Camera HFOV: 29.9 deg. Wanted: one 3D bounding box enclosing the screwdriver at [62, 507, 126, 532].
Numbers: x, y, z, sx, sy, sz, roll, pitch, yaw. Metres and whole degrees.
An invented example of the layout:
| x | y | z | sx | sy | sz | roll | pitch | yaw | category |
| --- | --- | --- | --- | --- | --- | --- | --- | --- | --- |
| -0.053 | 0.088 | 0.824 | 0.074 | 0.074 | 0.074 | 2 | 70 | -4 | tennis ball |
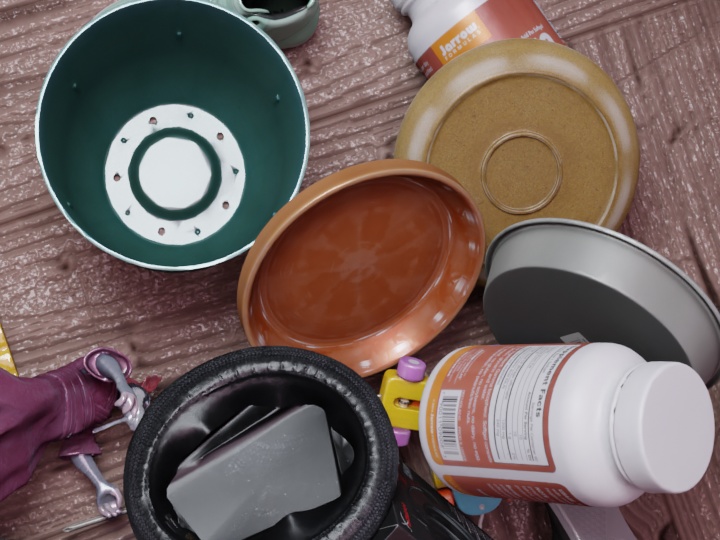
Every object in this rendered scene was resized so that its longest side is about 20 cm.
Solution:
| x | y | z | sx | sy | sz | roll | pitch | yaw | category |
| --- | --- | --- | --- | --- | --- | --- | --- | --- | --- |
| -0.143 | 0.175 | 1.084 | 0.197 | 0.028 | 0.029 | -12 | 54 | -9 | screwdriver |

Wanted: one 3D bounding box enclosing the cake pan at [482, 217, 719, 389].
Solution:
| x | y | z | sx | sy | sz | roll | pitch | yaw | category |
| --- | --- | --- | --- | --- | --- | --- | --- | --- | --- |
| 0.175 | 0.043 | 1.006 | 0.199 | 0.200 | 0.037 | 35 | 62 | -2 | cake pan |

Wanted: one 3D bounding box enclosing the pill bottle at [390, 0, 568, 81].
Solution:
| x | y | z | sx | sy | sz | roll | pitch | yaw | category |
| --- | --- | --- | --- | --- | --- | --- | --- | --- | --- |
| 0.110 | -0.177 | 1.121 | 0.112 | 0.112 | 0.201 | -35 | 89 | -11 | pill bottle |

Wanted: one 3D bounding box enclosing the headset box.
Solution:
| x | y | z | sx | sy | sz | roll | pitch | yaw | category |
| --- | --- | --- | --- | --- | --- | --- | --- | --- | --- |
| 0.065 | 0.241 | 1.019 | 0.200 | 0.149 | 0.077 | 41 | 99 | -15 | headset box |

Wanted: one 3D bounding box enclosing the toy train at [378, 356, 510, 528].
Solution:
| x | y | z | sx | sy | sz | roll | pitch | yaw | category |
| --- | --- | --- | --- | --- | --- | --- | --- | --- | --- |
| 0.033 | 0.150 | 1.095 | 0.199 | 0.056 | 0.151 | 37 | 99 | -16 | toy train |

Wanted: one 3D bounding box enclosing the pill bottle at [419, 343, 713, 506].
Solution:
| x | y | z | sx | sy | sz | roll | pitch | yaw | category |
| --- | --- | --- | --- | --- | --- | --- | --- | --- | --- |
| 0.146 | 0.109 | 0.963 | 0.111 | 0.199 | 0.114 | 4 | 85 | -41 | pill bottle |

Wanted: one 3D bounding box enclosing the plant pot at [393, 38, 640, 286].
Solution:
| x | y | z | sx | sy | sz | roll | pitch | yaw | category |
| --- | --- | --- | --- | --- | --- | --- | --- | --- | --- |
| 0.124 | -0.078 | 1.054 | 0.197 | 0.028 | 0.203 | -1 | 107 | -2 | plant pot |

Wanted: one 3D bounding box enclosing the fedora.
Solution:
| x | y | z | sx | sy | sz | roll | pitch | yaw | category |
| --- | --- | --- | --- | --- | --- | --- | --- | --- | --- |
| -0.070 | 0.154 | 0.986 | 0.197 | 0.092 | 0.203 | -1 | 64 | 1 | fedora |

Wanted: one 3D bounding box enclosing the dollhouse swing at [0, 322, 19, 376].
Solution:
| x | y | z | sx | sy | sz | roll | pitch | yaw | category |
| --- | --- | --- | --- | --- | --- | --- | --- | --- | --- |
| -0.363 | 0.062 | 0.993 | 0.180 | 0.176 | 0.202 | -20 | 85 | -9 | dollhouse swing |

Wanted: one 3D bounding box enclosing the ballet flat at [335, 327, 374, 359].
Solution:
| x | y | z | sx | sy | sz | roll | pitch | yaw | category |
| --- | --- | --- | --- | --- | --- | --- | --- | --- | --- |
| 0.022 | -0.001 | 1.114 | 0.069 | 0.069 | 0.201 | 40 | 80 | -1 | ballet flat |

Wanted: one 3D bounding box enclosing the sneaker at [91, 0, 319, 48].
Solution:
| x | y | z | sx | sy | sz | roll | pitch | yaw | category |
| --- | --- | --- | --- | --- | --- | --- | --- | --- | --- |
| -0.129 | -0.212 | 1.089 | 0.198 | 0.118 | 0.075 | -11 | 86 | -8 | sneaker |

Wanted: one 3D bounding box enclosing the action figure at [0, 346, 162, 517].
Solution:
| x | y | z | sx | sy | sz | roll | pitch | yaw | category |
| --- | --- | --- | --- | --- | --- | --- | --- | --- | --- |
| -0.238 | 0.106 | 1.027 | 0.149 | 0.199 | 0.135 | 39 | 119 | 24 | action figure |

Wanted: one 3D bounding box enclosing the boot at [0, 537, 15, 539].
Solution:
| x | y | z | sx | sy | sz | roll | pitch | yaw | category |
| --- | --- | --- | --- | --- | --- | --- | --- | --- | --- |
| -0.279 | 0.211 | 0.977 | 0.173 | 0.200 | 0.070 | 27 | 64 | -14 | boot |

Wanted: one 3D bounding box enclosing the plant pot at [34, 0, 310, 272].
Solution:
| x | y | z | sx | sy | sz | roll | pitch | yaw | category |
| --- | --- | --- | --- | --- | --- | --- | --- | --- | --- |
| -0.145 | -0.091 | 1.049 | 0.197 | 0.161 | 0.204 | 1 | 83 | -8 | plant pot |

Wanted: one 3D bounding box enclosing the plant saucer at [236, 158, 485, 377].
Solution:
| x | y | z | sx | sy | sz | roll | pitch | yaw | category |
| --- | --- | --- | --- | --- | --- | --- | --- | --- | --- |
| 0.000 | 0.000 | 1.013 | 0.198 | 0.202 | 0.032 | -24 | 46 | -10 | plant saucer |

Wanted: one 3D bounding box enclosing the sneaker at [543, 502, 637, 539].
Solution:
| x | y | z | sx | sy | sz | roll | pitch | yaw | category |
| --- | --- | --- | --- | --- | --- | --- | --- | --- | --- |
| 0.168 | 0.199 | 1.096 | 0.070 | 0.099 | 0.202 | -12 | 66 | -22 | sneaker |
